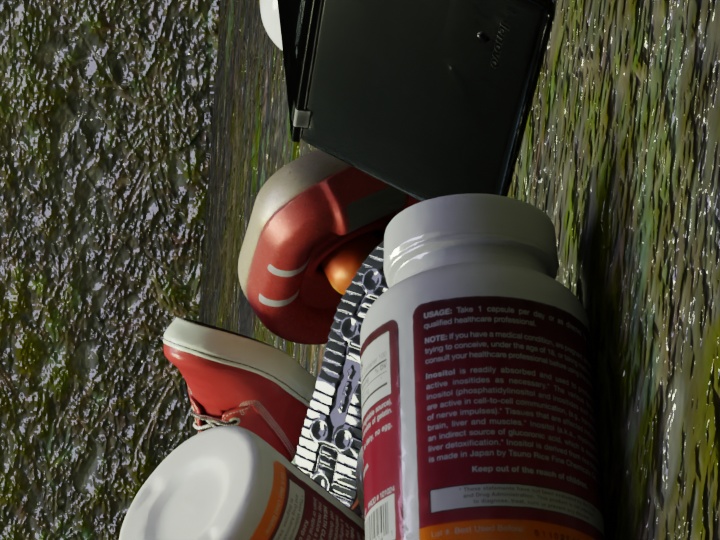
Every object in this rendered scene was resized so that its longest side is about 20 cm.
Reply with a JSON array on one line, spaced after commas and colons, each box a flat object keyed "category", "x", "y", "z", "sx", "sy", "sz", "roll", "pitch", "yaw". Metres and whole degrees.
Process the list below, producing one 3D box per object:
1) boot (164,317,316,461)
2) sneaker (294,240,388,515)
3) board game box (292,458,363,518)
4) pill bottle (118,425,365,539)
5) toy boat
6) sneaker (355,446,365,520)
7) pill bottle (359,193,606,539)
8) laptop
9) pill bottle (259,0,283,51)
[{"category": "boot", "x": -0.098, "y": 0.120, "z": 1.840, "sx": 0.144, "sy": 0.072, "sz": 0.200, "roll": -65, "pitch": -29, "yaw": -8}, {"category": "sneaker", "x": 0.020, "y": 0.065, "z": 1.694, "sx": 0.070, "sy": 0.082, "sz": 0.200, "roll": 31, "pitch": 106, "yaw": 32}, {"category": "board game box", "x": -0.048, "y": 0.208, "z": 1.915, "sx": 0.200, "sy": 0.041, "sz": 0.200, "roll": -54, "pitch": 22, "yaw": 21}, {"category": "pill bottle", "x": -0.036, "y": 0.188, "z": 1.525, "sx": 0.114, "sy": 0.200, "sz": 0.114, "roll": -32, "pitch": 35, "yaw": 26}, {"category": "toy boat", "x": 0.000, "y": 0.000, "z": 1.749, "sx": 0.131, "sy": 0.130, "sz": 0.200, "roll": 59, "pitch": 161, "yaw": 16}, {"category": "sneaker", "x": 0.038, "y": 0.078, "z": 1.506, "sx": 0.100, "sy": 0.075, "sz": 0.200, "roll": 110, "pitch": 160, "yaw": -70}, {"category": "pill bottle", "x": 0.057, "y": 0.070, "z": 1.240, "sx": 0.113, "sy": 0.113, "sz": 0.200, "roll": 107, "pitch": 164, "yaw": -62}, {"category": "laptop", "x": 0.023, "y": -0.156, "z": 1.504, "sx": 0.187, "sy": 0.116, "sz": 0.200, "roll": 102, "pitch": 165, "yaw": -50}, {"category": "pill bottle", "x": -0.026, "y": -0.224, "z": 1.957, "sx": 0.200, "sy": 0.104, "sz": 0.104, "roll": -96, "pitch": 11, "yaw": -47}]
